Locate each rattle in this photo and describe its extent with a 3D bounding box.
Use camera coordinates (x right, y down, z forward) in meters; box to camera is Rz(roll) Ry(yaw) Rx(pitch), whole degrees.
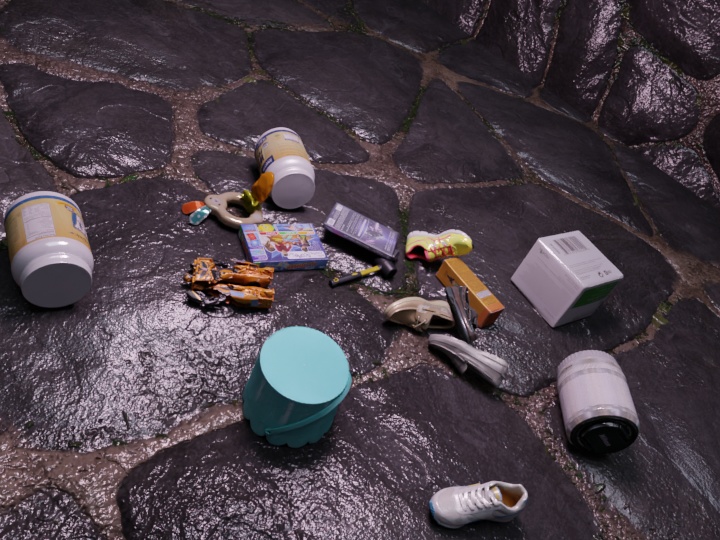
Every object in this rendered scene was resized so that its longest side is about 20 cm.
[{"bbox_3d":[-0.329,-0.182,1.484,0.198,0.143,0.132,10,58,-26],"label":"rattle"}]

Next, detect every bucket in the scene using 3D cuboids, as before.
[{"bbox_3d":[-0.122,0.219,1.154,0.205,0.135,0.209,14,43,-13],"label":"bucket"}]

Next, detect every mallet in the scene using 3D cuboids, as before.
[{"bbox_3d":[0.000,0.000,1.536,0.198,0.041,0.066,-10,51,-30],"label":"mallet"}]

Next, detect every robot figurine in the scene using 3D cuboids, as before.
[{"bbox_3d":[-0.294,0.024,1.336,0.198,0.059,0.146,9,41,-19],"label":"robot figurine"}]

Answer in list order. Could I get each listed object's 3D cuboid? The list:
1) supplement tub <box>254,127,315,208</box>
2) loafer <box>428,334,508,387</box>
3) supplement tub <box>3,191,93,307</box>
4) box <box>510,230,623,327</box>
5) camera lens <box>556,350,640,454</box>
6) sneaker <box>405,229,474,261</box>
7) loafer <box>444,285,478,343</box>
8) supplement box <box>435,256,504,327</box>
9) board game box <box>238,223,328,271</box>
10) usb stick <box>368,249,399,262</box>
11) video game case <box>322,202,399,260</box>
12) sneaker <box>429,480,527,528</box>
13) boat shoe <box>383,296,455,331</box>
[{"bbox_3d":[-0.207,-0.281,1.645,0.143,0.145,0.201,1,45,-26],"label":"supplement tub"},{"bbox_3d":[0.247,0.210,1.408,0.198,0.070,0.070,23,79,19],"label":"loafer"},{"bbox_3d":[-0.612,-0.042,1.176,0.143,0.145,0.201,-7,50,-33],"label":"supplement tub"},{"bbox_3d":[0.588,0.021,1.708,0.197,0.172,0.201,-11,52,-35],"label":"box"},{"bbox_3d":[0.547,0.308,1.385,0.158,0.161,0.201,18,40,-8],"label":"camera lens"},{"bbox_3d":[0.213,-0.057,1.640,0.198,0.079,0.091,-1,39,28],"label":"sneaker"},{"bbox_3d":[0.261,0.099,1.480,0.062,0.072,0.201,-16,35,1],"label":"loafer"},{"bbox_3d":[0.291,0.055,1.601,0.068,0.067,0.200,-16,55,-38],"label":"supplement box"},{"bbox_3d":[-0.193,-0.060,1.496,0.198,0.035,0.136,-2,47,-29],"label":"board game box"},{"bbox_3d":[0.016,-0.082,1.632,0.199,0.033,0.056,31,38,7],"label":"usb stick"},{"bbox_3d":[0.005,-0.109,1.615,0.198,0.019,0.143,27,31,-2],"label":"video game case"},{"bbox_3d":[0.224,0.439,1.139,0.198,0.081,0.077,4,46,-22],"label":"sneaker"},{"bbox_3d":[0.149,0.113,1.463,0.198,0.072,0.065,5,45,-33],"label":"boat shoe"}]
